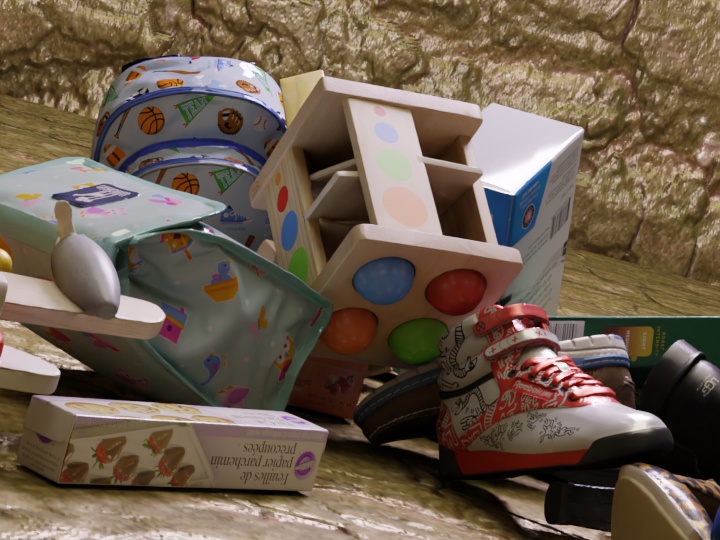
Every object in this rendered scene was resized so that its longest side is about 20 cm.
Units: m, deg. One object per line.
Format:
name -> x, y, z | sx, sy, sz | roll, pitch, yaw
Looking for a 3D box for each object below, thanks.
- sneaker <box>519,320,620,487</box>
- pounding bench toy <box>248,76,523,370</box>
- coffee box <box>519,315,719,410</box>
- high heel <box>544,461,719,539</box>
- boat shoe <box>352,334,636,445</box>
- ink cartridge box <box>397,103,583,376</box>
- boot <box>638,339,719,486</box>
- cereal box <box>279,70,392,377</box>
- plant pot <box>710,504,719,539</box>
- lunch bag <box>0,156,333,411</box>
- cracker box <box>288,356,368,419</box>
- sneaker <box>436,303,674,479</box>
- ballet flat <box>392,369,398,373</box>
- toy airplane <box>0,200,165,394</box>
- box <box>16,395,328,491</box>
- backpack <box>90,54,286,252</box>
sneaker -> 0.114, 0.081, 1.611 | 0.199, 0.105, 0.060 | 17, 4, 12
pounding bench toy -> 0.000, 0.000, 1.546 | 0.124, 0.200, 0.157 | 9, 49, -27
coffee box -> 0.217, 0.073, 1.680 | 0.199, 0.044, 0.123 | 0, -22, 24
high heel -> 0.211, 0.156, 1.353 | 0.142, 0.072, 0.200 | 9, 1, -19
boat shoe -> 0.096, 0.095, 1.532 | 0.199, 0.073, 0.072 | -12, -20, -13
ink cartridge box -> 0.099, -0.006, 1.749 | 0.084, 0.201, 0.146 | 17, 30, 20
boot -> 0.269, 0.141, 1.575 | 0.162, 0.073, 0.198 | 38, -17, 21
cereal box -> -0.018, -0.033, 1.738 | 0.039, 0.200, 0.144 | -12, 48, 2
plant pot -> 0.330, 0.120, 1.271 | 0.200, 0.180, 0.200 | 34, 9, 11
lunch bag -> -0.144, 0.005, 1.423 | 0.170, 0.122, 0.200 | 20, -11, 42
cracker box -> -0.083, 0.046, 1.653 | 0.133, 0.058, 0.200 | 15, 6, -17
sneaker -> 0.113, 0.071, 1.412 | 0.067, 0.109, 0.201 | 2, -9, -33
ballet flat -> -0.010, 0.034, 1.854 | 0.199, 0.071, 0.069 | 19, -5, 27
toy airplane -> -0.226, 0.000, 1.229 | 0.198, 0.142, 0.200 | 11, -2, 18
box -> -0.101, 0.097, 1.261 | 0.041, 0.039, 0.199 | 22, 9, 42
backpack -> -0.131, -0.068, 1.785 | 0.199, 0.191, 0.154 | -5, 24, -8
